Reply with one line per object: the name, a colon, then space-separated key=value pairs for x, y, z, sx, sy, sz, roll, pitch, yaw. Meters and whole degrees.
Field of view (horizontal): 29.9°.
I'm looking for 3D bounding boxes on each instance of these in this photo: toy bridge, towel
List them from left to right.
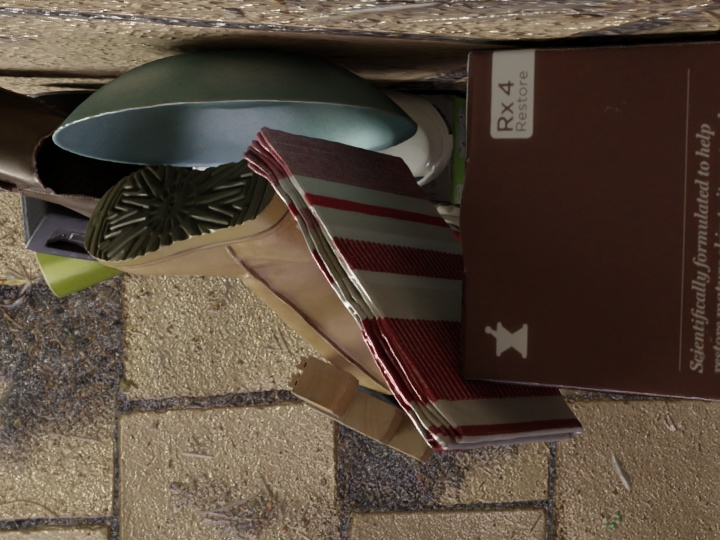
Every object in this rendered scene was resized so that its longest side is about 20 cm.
toy bridge: x=-0.005 y=0.090 z=0.890 sx=0.067 sy=0.027 sz=0.200 roll=23 pitch=172 yaw=24
towel: x=0.030 y=0.010 z=0.723 sx=0.023 sy=0.200 sz=0.144 roll=-44 pitch=154 yaw=25

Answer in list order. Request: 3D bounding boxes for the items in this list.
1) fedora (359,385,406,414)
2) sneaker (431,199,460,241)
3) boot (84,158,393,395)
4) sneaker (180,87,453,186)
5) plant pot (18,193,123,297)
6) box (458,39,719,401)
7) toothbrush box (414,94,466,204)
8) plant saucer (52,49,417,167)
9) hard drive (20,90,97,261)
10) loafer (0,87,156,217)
fedora: x=0.052 y=0.055 z=1.039 sx=0.200 sy=0.201 sz=0.092 roll=0 pitch=152 yaw=-29
sneaker: x=0.000 y=0.000 z=0.926 sx=0.199 sy=0.085 sz=0.077 roll=-4 pitch=167 yaw=36
boot: x=-0.051 y=0.015 z=0.839 sx=0.175 sy=0.066 sz=0.200 roll=-2 pitch=148 yaw=40
sneaker: x=-0.050 y=-0.082 z=0.879 sx=0.199 sy=0.080 sz=0.129 roll=14 pitch=-164 yaw=25
plant pot: x=-0.259 y=-0.085 z=1.502 sx=0.199 sy=0.188 sz=0.187 roll=-14 pitch=-177 yaw=-1
box: x=0.167 y=-0.026 z=0.702 sx=0.164 sy=0.167 sz=0.200 roll=3 pitch=-176 yaw=30
toothbrush box: x=0.033 y=-0.087 z=1.039 sx=0.145 sy=0.086 sz=0.200 roll=3 pitch=-176 yaw=20
plant saucer: x=-0.068 y=-0.091 z=0.747 sx=0.200 sy=0.039 sz=0.201 roll=-2 pitch=175 yaw=0
hard drive: x=-0.148 y=-0.070 z=0.991 sx=0.199 sy=0.135 sz=0.042 roll=4 pitch=151 yaw=-29
loafer: x=-0.215 y=-0.085 z=0.881 sx=0.199 sy=0.073 sz=0.071 roll=15 pitch=170 yaw=-11
